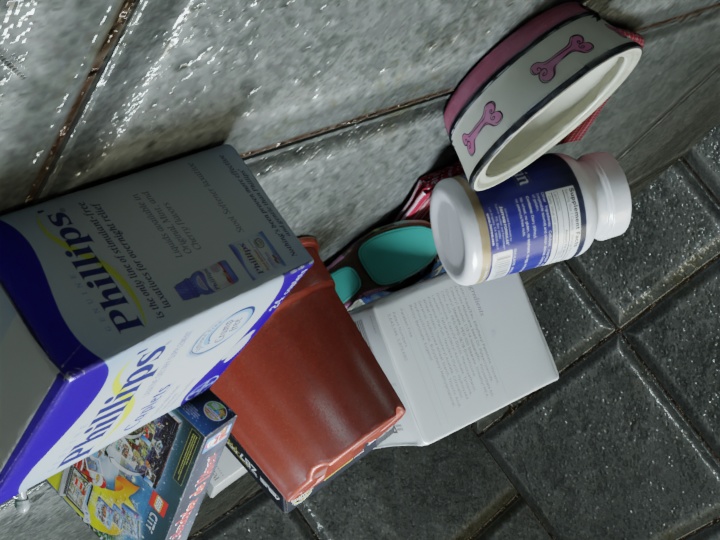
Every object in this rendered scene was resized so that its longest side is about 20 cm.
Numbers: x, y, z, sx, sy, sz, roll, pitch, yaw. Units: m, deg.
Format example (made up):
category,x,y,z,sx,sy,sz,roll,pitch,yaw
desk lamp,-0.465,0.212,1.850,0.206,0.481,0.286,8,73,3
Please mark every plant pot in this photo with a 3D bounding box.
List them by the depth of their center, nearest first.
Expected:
category,x,y,z,sx,sy,sz,roll,pitch,yaw
plant pot,-0.068,0.106,1.023,0.200,0.196,0.201,-36,169,-8

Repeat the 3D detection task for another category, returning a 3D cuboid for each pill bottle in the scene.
category,x,y,z,sx,sy,sz,roll,pitch,yaw
pill bottle,0.184,-0.061,1.110,0.197,0.117,0.116,-14,163,-15

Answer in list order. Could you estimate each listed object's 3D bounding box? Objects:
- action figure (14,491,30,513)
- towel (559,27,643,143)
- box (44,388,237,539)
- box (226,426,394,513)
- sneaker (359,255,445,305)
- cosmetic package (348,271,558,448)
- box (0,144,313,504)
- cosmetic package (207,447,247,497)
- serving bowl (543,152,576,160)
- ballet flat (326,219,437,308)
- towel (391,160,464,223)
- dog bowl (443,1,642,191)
category,x,y,z,sx,sy,sz,roll,pitch,yaw
action figure,-0.292,0.163,0.928,0.117,0.055,0.201,-29,162,-27
towel,0.250,-0.202,1.135,0.146,0.022,0.199,-58,164,22
box,-0.185,0.147,0.838,0.038,0.136,0.201,-30,153,-48
box,-0.084,0.149,1.152,0.160,0.200,0.049,-34,146,-26
sneaker,0.088,-0.015,1.348,0.199,0.079,0.089,-34,172,-16
cosmetic package,0.091,0.095,1.216,0.198,0.167,0.165,-21,179,-25
box,-0.161,0.034,0.658,0.199,0.105,0.184,-26,164,-45
cosmetic package,-0.154,0.211,1.435,0.199,0.108,0.085,-35,170,-23
serving bowl,0.185,-0.087,1.277,0.199,0.066,0.200,-33,173,-4
ballet flat,0.000,0.000,1.185,0.198,0.070,0.071,-32,-170,-2
towel,0.123,-0.110,1.212,0.199,0.023,0.145,-31,170,-25
dog bowl,0.162,-0.166,0.961,0.199,0.074,0.200,-37,170,-7
